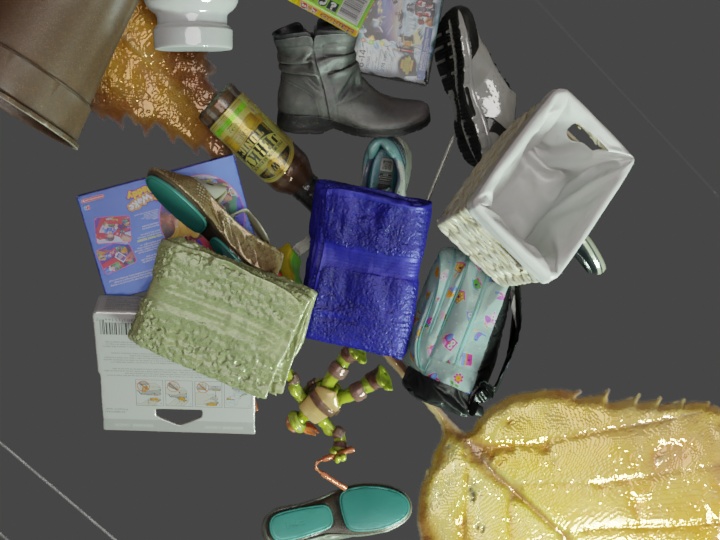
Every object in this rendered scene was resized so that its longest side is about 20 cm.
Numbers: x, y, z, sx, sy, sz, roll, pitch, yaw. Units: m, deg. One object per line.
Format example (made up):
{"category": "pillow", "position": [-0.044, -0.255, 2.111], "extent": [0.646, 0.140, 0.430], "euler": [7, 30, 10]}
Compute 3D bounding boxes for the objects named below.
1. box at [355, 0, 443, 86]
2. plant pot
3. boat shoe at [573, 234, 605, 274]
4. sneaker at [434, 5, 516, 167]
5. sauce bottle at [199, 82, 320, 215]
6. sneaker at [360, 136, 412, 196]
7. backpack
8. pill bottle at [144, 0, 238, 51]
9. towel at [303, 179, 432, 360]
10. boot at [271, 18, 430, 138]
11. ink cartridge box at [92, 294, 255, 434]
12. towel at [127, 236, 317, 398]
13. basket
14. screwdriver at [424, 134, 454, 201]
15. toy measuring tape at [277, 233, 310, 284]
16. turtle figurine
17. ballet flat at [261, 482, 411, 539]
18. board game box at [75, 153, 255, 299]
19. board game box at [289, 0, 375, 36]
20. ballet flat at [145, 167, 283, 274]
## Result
{"category": "box", "position": [0.035, -0.342, 1.313], "extent": [0.135, 0.040, 0.202], "euler": [9, 96, -8]}
{"category": "plant pot", "position": [-0.361, -0.275, 1.199], "extent": [0.199, 0.200, 0.199], "euler": [32, 85, -10]}
{"category": "boat shoe", "position": [0.237, -0.061, 1.362], "extent": [0.200, 0.075, 0.062], "euler": [43, 95, -6]}
{"category": "sneaker", "position": [0.151, -0.238, 1.335], "extent": [0.079, 0.074, 0.202], "euler": [-19, 104, -20]}
{"category": "sauce bottle", "position": [-0.109, -0.144, 1.306], "extent": [0.200, 0.065, 0.065], "euler": [42, 90, -10]}
{"category": "sneaker", "position": [0.023, -0.072, 1.312], "extent": [0.077, 0.086, 0.202], "euler": [-2, 91, 11]}
{"category": "backpack", "position": [0.124, 0.073, 1.323], "extent": [0.125, 0.167, 0.202], "euler": [20, 87, -7]}
{"category": "pill bottle", "position": [-0.201, -0.363, 1.239], "extent": [0.114, 0.116, 0.202], "euler": [-3, 97, -7]}
{"category": "towel", "position": [0.000, 0.000, 1.266], "extent": [0.146, 0.050, 0.202], "euler": [11, 104, 12]}
{"category": "boot", "position": [-0.008, -0.234, 1.273], "extent": [0.198, 0.070, 0.133], "euler": [-1, 115, -8]}
{"category": "ink cartridge box", "position": [-0.226, 0.119, 1.312], "extent": [0.198, 0.045, 0.178], "euler": [2, 119, -3]}
{"category": "towel", "position": [-0.162, 0.056, 1.238], "extent": [0.198, 0.037, 0.150], "euler": [21, 99, -7]}
{"category": "basket", "position": [0.203, -0.092, 1.246], "extent": [0.135, 0.123, 0.200], "euler": [42, 69, -9]}
{"category": "screwdriver", "position": [0.079, -0.082, 1.356], "extent": [0.029, 0.028, 0.202], "euler": [13, 99, -38]}
{"category": "toy measuring tape", "position": [-0.078, 0.001, 1.321], "extent": [0.199, 0.074, 0.074], "euler": [-36, 100, 1]}
{"category": "turtle figurine", "position": [-0.037, 0.171, 1.352], "extent": [0.161, 0.064, 0.201], "euler": [-37, 92, 17]}
{"category": "ballet flat", "position": [-0.033, 0.322, 1.378], "extent": [0.198, 0.064, 0.068], "euler": [-8, 73, -9]}
{"category": "board game box", "position": [-0.236, -0.055, 1.309], "extent": [0.198, 0.045, 0.136], "euler": [-15, 99, -6]}
{"category": "board game box", "position": [-0.003, -0.384, 1.248], "extent": [0.095, 0.030, 0.201], "euler": [27, 76, -3]}
{"category": "ballet flat", "position": [-0.171, -0.062, 1.269], "extent": [0.200, 0.070, 0.065], "euler": [46, 64, -12]}
